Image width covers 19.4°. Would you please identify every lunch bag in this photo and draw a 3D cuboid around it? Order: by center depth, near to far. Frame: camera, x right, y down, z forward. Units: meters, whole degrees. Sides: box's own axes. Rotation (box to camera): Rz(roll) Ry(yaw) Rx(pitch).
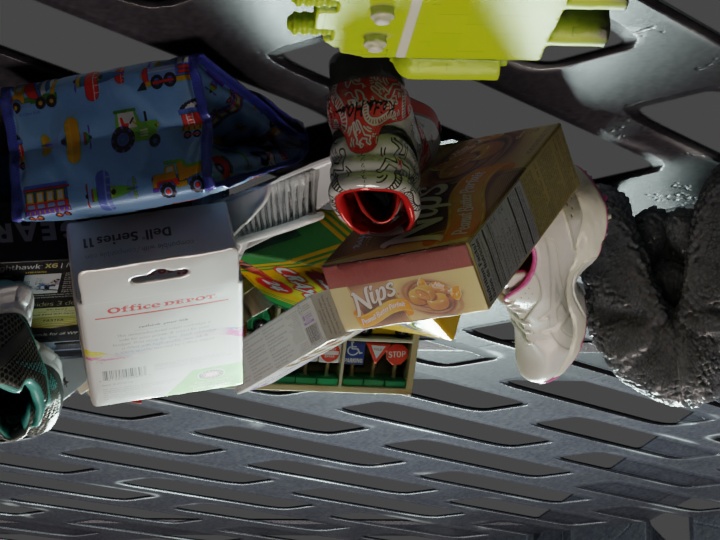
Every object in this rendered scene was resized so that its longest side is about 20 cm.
[{"bbox_3d":[-0.133,-0.083,1.458,0.149,0.095,0.200,-8,175,19],"label":"lunch bag"}]

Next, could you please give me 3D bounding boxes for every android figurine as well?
[{"bbox_3d":[0.055,-0.157,1.246,0.198,0.041,0.182,-1,166,-7],"label":"android figurine"}]

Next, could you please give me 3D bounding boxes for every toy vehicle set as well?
[{"bbox_3d":[-0.044,0.044,1.855,0.198,0.125,0.027,3,-165,-14],"label":"toy vehicle set"}]

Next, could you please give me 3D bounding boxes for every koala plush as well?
[{"bbox_3d":[0.280,0.016,1.707,0.176,0.186,0.200,-8,176,27],"label":"koala plush"}]

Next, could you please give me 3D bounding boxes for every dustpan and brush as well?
[{"bbox_3d":[-0.082,-0.030,1.566,0.199,0.058,0.139,-19,-177,40],"label":"dustpan and brush"}]

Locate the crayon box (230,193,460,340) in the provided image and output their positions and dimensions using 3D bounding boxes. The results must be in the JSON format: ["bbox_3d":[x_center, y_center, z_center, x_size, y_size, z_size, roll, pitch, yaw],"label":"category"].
[{"bbox_3d":[0.000,0.000,1.646,0.198,0.051,0.127,9,161,27],"label":"crayon box"}]

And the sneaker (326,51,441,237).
[{"bbox_3d":[0.015,-0.070,1.441,0.067,0.109,0.201,-3,166,9],"label":"sneaker"}]

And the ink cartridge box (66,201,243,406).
[{"bbox_3d":[-0.143,0.016,1.474,0.116,0.068,0.201,-8,151,-8],"label":"ink cartridge box"}]

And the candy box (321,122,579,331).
[{"bbox_3d":[0.067,-0.033,1.478,0.115,0.056,0.200,-10,-157,30],"label":"candy box"}]

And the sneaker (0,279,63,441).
[{"bbox_3d":[-0.258,0.088,1.531,0.077,0.092,0.200,-11,153,-1],"label":"sneaker"}]

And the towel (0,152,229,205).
[{"bbox_3d":[-0.204,-0.040,1.593,0.198,0.049,0.112,2,140,-24],"label":"towel"}]

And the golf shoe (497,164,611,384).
[{"bbox_3d":[0.131,0.010,1.628,0.091,0.075,0.201,-17,133,-26],"label":"golf shoe"}]

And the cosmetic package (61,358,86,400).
[{"bbox_3d":[-0.227,0.048,1.779,0.200,0.052,0.150,-41,-167,-35],"label":"cosmetic package"}]

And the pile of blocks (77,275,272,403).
[{"bbox_3d":[-0.140,0.060,1.754,0.199,0.062,0.082,-35,-171,3],"label":"pile of blocks"}]

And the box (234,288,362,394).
[{"bbox_3d":[-0.055,0.055,1.668,0.038,0.042,0.200,-18,172,-27],"label":"box"}]

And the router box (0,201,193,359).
[{"bbox_3d":[-0.229,0.009,1.553,0.198,0.053,0.158,-3,151,-19],"label":"router box"}]
